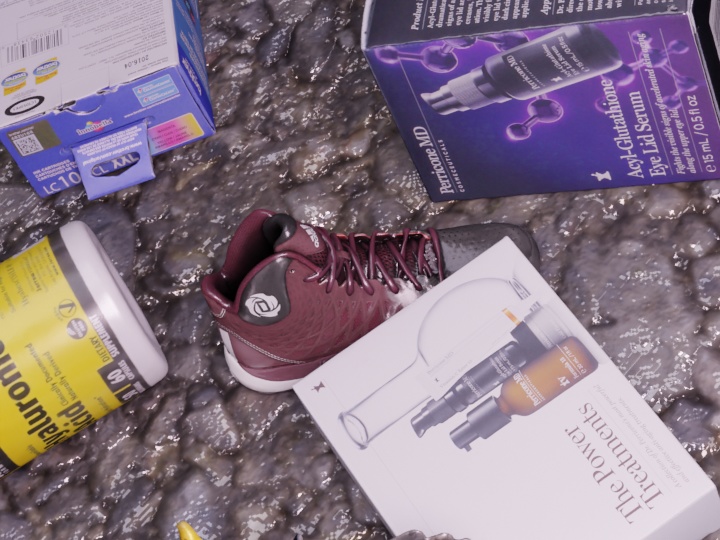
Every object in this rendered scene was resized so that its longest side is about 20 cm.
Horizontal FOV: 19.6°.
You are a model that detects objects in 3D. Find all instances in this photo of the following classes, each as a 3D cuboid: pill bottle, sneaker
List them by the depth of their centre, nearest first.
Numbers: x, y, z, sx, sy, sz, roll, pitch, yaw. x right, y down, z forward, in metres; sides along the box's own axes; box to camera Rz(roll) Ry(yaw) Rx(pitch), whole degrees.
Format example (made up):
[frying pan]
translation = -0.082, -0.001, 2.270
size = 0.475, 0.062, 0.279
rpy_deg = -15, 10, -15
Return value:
[sneaker]
translation = 0.000, 0.000, 1.205
size = 0.198, 0.116, 0.076
rpy_deg = -21, 48, 7
[pill bottle]
translation = -0.225, 0.066, 1.254
size = 0.199, 0.112, 0.112
rpy_deg = -31, 47, -2

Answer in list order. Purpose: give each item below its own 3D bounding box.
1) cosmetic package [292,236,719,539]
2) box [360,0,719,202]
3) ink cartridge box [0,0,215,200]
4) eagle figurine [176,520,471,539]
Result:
[cosmetic package]
translation = 0.077, 0.098, 1.123
size = 0.150, 0.052, 0.200
rpy_deg = -36, 55, -4
[box]
translation = 0.118, -0.130, 1.238
size = 0.198, 0.148, 0.105
rpy_deg = -5, 52, 21
[ink cartridge box]
translation = -0.177, -0.140, 1.422
size = 0.135, 0.077, 0.201
rpy_deg = -19, 47, 10
[eagle figurine]
translation = -0.054, 0.192, 1.026
size = 0.199, 0.151, 0.152
rpy_deg = -10, 40, 39
